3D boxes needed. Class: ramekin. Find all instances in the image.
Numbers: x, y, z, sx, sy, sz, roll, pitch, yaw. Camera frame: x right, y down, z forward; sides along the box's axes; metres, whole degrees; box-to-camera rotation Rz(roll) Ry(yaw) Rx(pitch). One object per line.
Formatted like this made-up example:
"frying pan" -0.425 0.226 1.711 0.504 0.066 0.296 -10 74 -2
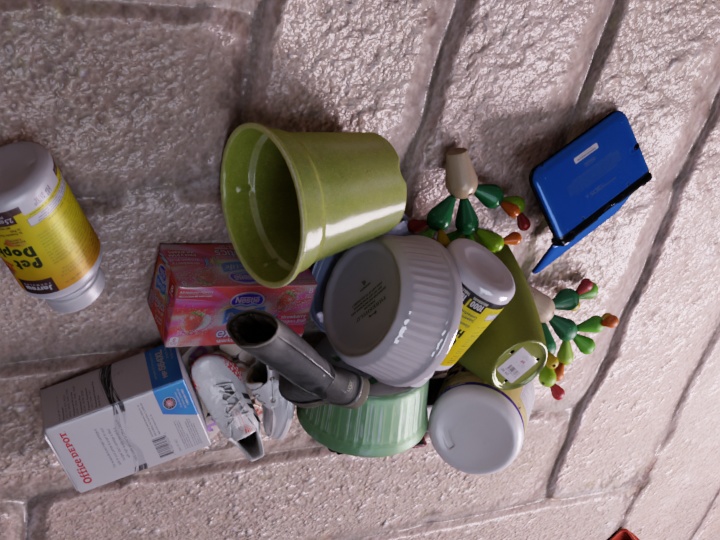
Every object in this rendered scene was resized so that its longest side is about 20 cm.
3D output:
"ramekin" 0.008 0.172 1.673 0.198 0.200 0.099 -7 123 -23
"ramekin" 0.034 0.045 1.508 0.094 0.203 0.203 16 118 -39

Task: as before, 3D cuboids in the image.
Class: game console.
"game console" 0.319 -0.114 1.688 0.199 0.118 0.172 -35 107 -24

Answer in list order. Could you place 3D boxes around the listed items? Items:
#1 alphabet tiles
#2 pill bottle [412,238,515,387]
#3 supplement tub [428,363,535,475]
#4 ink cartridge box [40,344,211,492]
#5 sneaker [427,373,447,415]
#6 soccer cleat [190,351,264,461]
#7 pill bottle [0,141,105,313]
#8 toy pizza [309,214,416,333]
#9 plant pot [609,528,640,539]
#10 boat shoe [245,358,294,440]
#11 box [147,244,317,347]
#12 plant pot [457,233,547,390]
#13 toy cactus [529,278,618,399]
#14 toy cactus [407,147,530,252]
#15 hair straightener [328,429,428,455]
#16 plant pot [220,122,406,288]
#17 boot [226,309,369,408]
"alphabet tiles" -0.202 0.170 1.680 0.196 0.015 0.199 -45 133 12
"pill bottle" 0.113 0.063 1.572 0.112 0.113 0.201 15 124 -37
"supplement tub" 0.191 0.204 1.757 0.143 0.200 0.147 6 113 14
"ink cartridge box" -0.324 0.204 1.583 0.198 0.085 0.147 -19 133 -6
"sneaker" 0.111 0.205 1.859 0.084 0.074 0.199 -18 156 37
"soccer cleat" -0.185 0.196 1.640 0.068 0.085 0.201 -26 135 -6
"pill bottle" -0.373 -0.044 1.339 0.108 0.110 0.201 -26 134 -6
"toy pizza" 0.000 0.000 1.614 0.199 0.032 0.202 -25 132 -31
"plant pot" 0.585 0.697 2.440 0.200 0.200 0.176 -46 144 14
"boat shoe" -0.135 0.157 1.652 0.069 0.071 0.202 -9 116 -27
"box" -0.170 0.031 1.523 0.198 0.095 0.103 0 126 -29
"plant pot" 0.187 0.075 1.681 0.185 0.201 0.189 -15 133 -17
"toy cactus" 0.313 0.084 1.806 0.164 0.102 0.201 38 76 -16
"toy cactus" 0.147 -0.092 1.611 0.198 0.102 0.167 -17 113 -14
"hair straightener" 0.027 0.260 1.870 0.198 0.041 0.078 0 126 -23
"plant pot" -0.050 -0.096 1.435 0.183 0.200 0.202 -14 134 -33
"boot" -0.103 0.118 1.502 0.199 0.181 0.073 28 66 -39
